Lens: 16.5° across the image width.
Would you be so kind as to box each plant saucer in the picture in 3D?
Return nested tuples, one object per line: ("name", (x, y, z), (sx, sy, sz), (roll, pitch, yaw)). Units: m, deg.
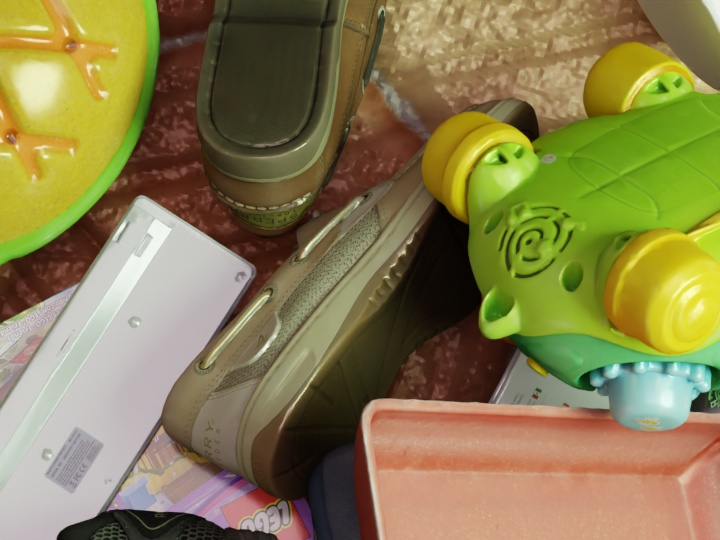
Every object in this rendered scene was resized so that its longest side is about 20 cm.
("plant saucer", (0.078, 0.149, 0.872), (0.199, 0.037, 0.201), (5, 70, -41))

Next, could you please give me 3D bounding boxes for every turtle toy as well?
("turtle toy", (0.125, -0.011, 0.913), (0.199, 0.102, 0.146), (-24, 37, -25))

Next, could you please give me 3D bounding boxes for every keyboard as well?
("keyboard", (-0.115, 0.068, 0.948), (0.056, 0.011, 0.201), (33, 82, -1))

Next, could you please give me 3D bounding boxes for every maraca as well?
("maraca", (-0.160, -0.059, 0.958), (0.137, 0.107, 0.201), (29, 82, 2))

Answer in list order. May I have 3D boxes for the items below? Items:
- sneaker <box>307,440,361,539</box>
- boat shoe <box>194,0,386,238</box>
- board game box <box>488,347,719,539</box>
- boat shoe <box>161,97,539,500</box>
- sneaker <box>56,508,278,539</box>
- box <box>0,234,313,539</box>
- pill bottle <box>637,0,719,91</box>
("sneaker", (-0.014, 0.162, 0.917), (0.081, 0.070, 0.201), (-5, 101, 10))
("boat shoe", (-0.025, -0.107, 0.990), (0.072, 0.068, 0.201), (12, 60, 11))
("board game box", (0.100, 0.091, 0.972), (0.126, 0.035, 0.201), (29, 81, 5))
("boat shoe", (0.000, 0.000, 0.957), (0.065, 0.072, 0.200), (21, 57, 29))
("sneaker", (-0.104, 0.179, 0.893), (0.114, 0.076, 0.201), (14, 76, -3))
("box", (-0.129, 0.094, 0.967), (0.199, 0.039, 0.137), (-27, 81, -5))
("pill bottle", (0.201, -0.159, 0.977), (0.199, 0.111, 0.112), (-34, 82, -6))
